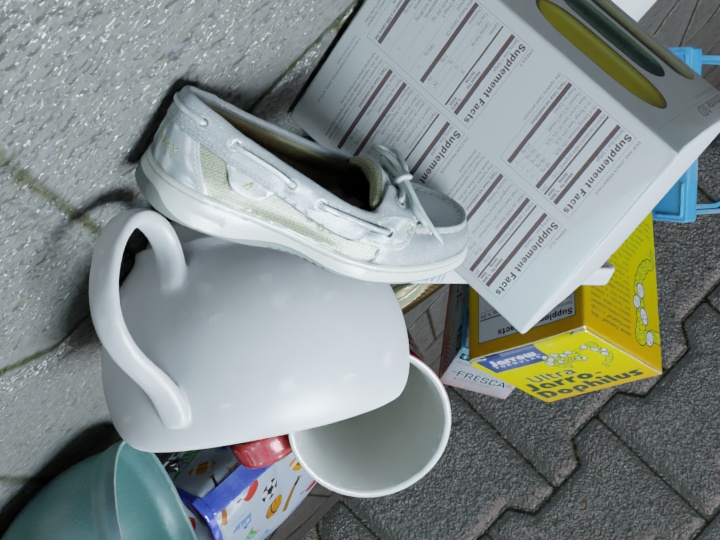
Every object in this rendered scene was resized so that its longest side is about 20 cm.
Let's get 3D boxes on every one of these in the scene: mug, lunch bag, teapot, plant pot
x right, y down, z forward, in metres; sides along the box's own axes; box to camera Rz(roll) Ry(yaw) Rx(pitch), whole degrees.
[{"bbox_3d":[-0.024,0.089,1.137,0.200,0.177,0.134,-108,-158,-70],"label":"mug"},{"bbox_3d":[-0.118,0.201,1.274,0.170,0.124,0.200,-40,175,-27],"label":"lunch bag"},{"bbox_3d":[-0.070,0.019,0.776,0.197,0.147,0.200,-12,-178,-19],"label":"teapot"},{"bbox_3d":[-0.204,0.243,0.986,0.134,0.201,0.200,-20,169,3],"label":"plant pot"}]

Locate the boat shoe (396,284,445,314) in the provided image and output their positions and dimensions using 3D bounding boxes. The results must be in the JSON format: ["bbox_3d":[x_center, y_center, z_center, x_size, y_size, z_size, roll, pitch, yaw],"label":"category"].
[{"bbox_3d":[0.049,-0.001,1.332,0.200,0.066,0.074,-36,173,15],"label":"boat shoe"}]

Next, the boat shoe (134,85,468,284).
[{"bbox_3d":[-0.019,-0.045,0.709,0.201,0.075,0.065,15,121,-28],"label":"boat shoe"}]

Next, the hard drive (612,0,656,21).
[{"bbox_3d":[0.201,-0.211,1.010,0.200,0.027,0.132,-49,168,6],"label":"hard drive"}]

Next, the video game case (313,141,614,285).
[{"bbox_3d":[0.065,-0.038,0.892,0.200,0.143,0.018,1,126,-43],"label":"video game case"}]

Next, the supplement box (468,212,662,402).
[{"bbox_3d":[0.159,-0.014,1.027,0.109,0.201,0.109,-20,146,39],"label":"supplement box"}]

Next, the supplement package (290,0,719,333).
[{"bbox_3d":[0.098,-0.099,0.818,0.151,0.200,0.152,-53,168,31],"label":"supplement package"}]

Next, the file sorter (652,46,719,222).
[{"bbox_3d":[0.251,-0.120,1.152,0.122,0.139,0.200,-4,-172,-35],"label":"file sorter"}]

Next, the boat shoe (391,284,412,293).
[{"bbox_3d":[0.000,0.000,1.118,0.068,0.075,0.200,-30,167,37],"label":"boat shoe"}]

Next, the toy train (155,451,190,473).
[{"bbox_3d":[-0.126,0.105,1.141,0.200,0.034,0.046,-49,158,16],"label":"toy train"}]

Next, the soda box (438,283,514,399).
[{"bbox_3d":[0.115,0.004,1.124,0.068,0.063,0.201,117,-15,-57],"label":"soda box"}]
